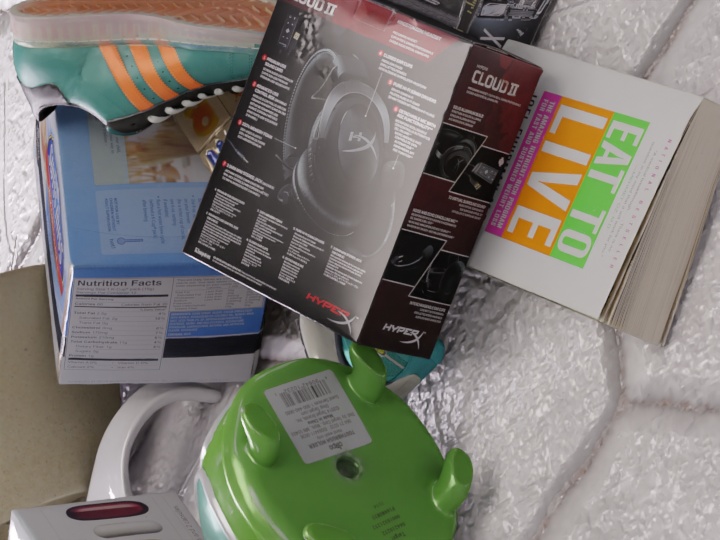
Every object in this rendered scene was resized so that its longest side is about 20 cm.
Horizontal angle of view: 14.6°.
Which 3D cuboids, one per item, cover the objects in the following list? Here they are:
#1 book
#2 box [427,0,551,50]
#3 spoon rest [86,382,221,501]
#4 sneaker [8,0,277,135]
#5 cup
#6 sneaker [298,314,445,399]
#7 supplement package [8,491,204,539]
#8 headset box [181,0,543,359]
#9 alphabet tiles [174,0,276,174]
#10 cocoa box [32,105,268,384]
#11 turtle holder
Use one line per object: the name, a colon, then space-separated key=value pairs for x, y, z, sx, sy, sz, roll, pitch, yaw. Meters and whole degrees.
book: x=0.120 y=-0.049 z=1.573 sx=0.200 sy=0.048 sz=0.134 roll=23 pitch=92 yaw=58
box: x=0.023 y=-0.141 z=1.738 sx=0.200 sy=0.050 sz=0.158 roll=32 pitch=101 yaw=55
spoon rest: x=-0.151 y=0.163 z=1.819 sx=0.099 sy=0.060 sz=0.201 roll=10 pitch=81 yaw=55
sneaker: x=-0.117 y=-0.123 z=1.707 sx=0.199 sy=0.071 sz=0.080 roll=4 pitch=114 yaw=20
cup: x=-0.240 y=0.105 z=1.880 sx=0.200 sy=0.200 sz=0.144 roll=-37 pitch=70 yaw=38
sneaker: x=0.000 y=0.000 z=1.702 sx=0.079 sy=0.077 sz=0.201 roll=-33 pitch=51 yaw=15
supplement package: x=-0.131 y=0.250 z=1.663 sx=0.200 sy=0.110 sz=0.157 roll=46 pitch=134 yaw=52
headset box: x=0.003 y=-0.071 z=1.607 sx=0.148 sy=0.077 sz=0.201 roll=25 pitch=96 yaw=37
alphabet tiles: x=-0.046 y=-0.127 z=1.703 sx=0.166 sy=0.006 sz=0.200 roll=-45 pitch=61 yaw=22
cocoa box: x=-0.134 y=-0.045 z=1.798 sx=0.132 sy=0.133 sz=0.201 roll=104 pitch=161 yaw=-53
turtle holder: x=-0.011 y=0.145 z=1.595 sx=0.132 sy=0.185 sz=0.141 roll=-51 pitch=2 yaw=47
